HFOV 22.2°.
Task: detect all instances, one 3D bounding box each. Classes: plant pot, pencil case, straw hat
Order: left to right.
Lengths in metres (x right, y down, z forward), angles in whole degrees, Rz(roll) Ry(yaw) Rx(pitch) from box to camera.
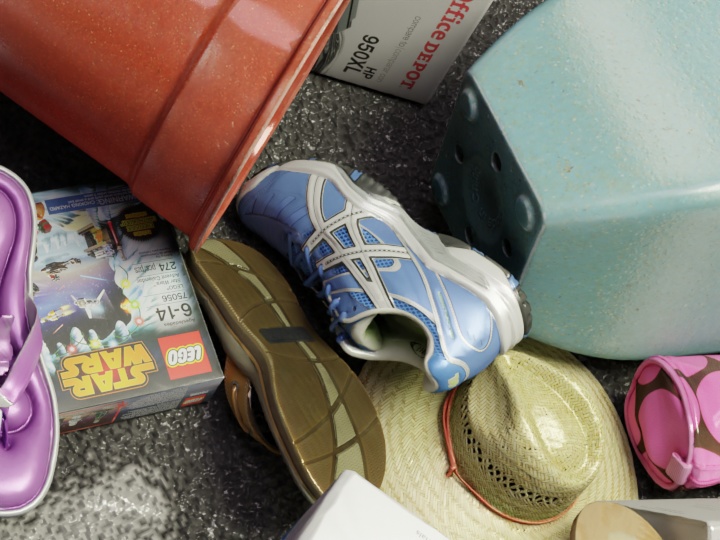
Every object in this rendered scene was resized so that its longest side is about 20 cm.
[{"bbox_3d":[-0.123,-0.145,1.018,0.195,0.201,0.201,31,56,-4],"label":"plant pot"},{"bbox_3d":[0.097,0.096,1.074,0.201,0.085,0.201,9,61,-16],"label":"straw hat"},{"bbox_3d":[0.160,-0.060,1.114,0.200,0.196,0.196,-13,59,-20],"label":"plant pot"},{"bbox_3d":[0.266,0.100,1.137,0.200,0.091,0.094,3,58,-18],"label":"pencil case"}]

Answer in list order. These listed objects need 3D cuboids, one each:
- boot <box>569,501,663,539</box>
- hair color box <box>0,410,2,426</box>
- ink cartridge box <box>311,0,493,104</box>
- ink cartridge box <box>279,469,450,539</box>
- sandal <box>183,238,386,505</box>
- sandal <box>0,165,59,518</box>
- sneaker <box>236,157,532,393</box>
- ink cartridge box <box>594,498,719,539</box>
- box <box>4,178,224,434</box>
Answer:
[{"bbox_3d":[0.127,0.239,0.960,0.071,0.144,0.201,2,52,-20],"label":"boot"},{"bbox_3d":[-0.242,0.158,0.884,0.109,0.065,0.200,9,84,-17],"label":"hair color box"},{"bbox_3d":[-0.021,-0.198,1.153,0.200,0.145,0.084,15,59,-13],"label":"ink cartridge box"},{"bbox_3d":[-0.019,0.238,0.916,0.146,0.147,0.200,35,57,-1],"label":"ink cartridge box"},{"bbox_3d":[-0.050,0.065,1.055,0.080,0.054,0.200,3,43,-46],"label":"sandal"},{"bbox_3d":[-0.201,0.030,0.968,0.082,0.050,0.203,-1,66,-21],"label":"sandal"},{"bbox_3d":[0.000,0.000,1.069,0.200,0.076,0.077,29,57,28],"label":"sneaker"},{"bbox_3d":[0.245,0.196,1.031,0.200,0.125,0.129,2,88,-23],"label":"ink cartridge box"},{"bbox_3d":[-0.191,0.026,1.029,0.200,0.040,0.137,-11,69,-26],"label":"box"}]
